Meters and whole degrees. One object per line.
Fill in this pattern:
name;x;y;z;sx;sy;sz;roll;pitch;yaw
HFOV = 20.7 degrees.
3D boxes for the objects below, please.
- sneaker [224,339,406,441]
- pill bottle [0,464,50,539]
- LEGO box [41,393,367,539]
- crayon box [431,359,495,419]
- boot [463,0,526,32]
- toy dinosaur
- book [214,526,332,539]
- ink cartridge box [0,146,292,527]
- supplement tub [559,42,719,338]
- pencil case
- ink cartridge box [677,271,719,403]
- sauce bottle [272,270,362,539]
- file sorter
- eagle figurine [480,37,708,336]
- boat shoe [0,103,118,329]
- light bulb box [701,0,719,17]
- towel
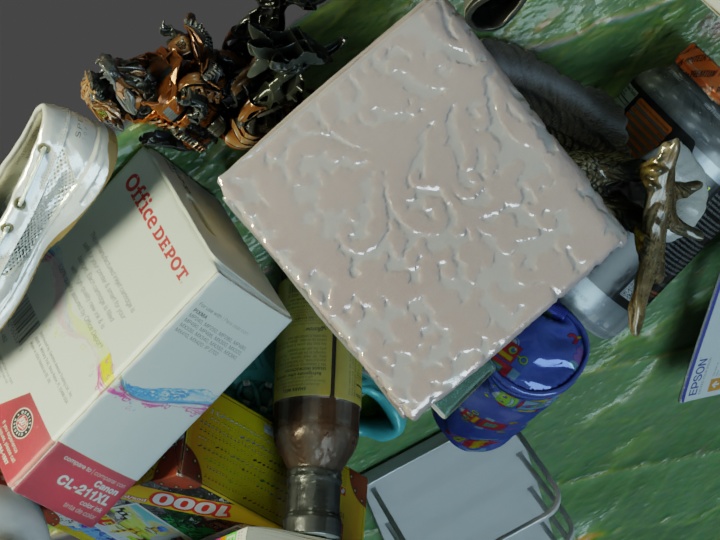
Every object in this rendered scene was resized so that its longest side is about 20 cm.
sneaker;-0.052;0.086;1.436;0.198;0.080;0.078;6;122;-31
pill bottle;-0.268;0.160;1.293;0.111;0.200;0.113;-14;130;-18
LEGO box;-0.113;0.162;1.418;0.148;0.078;0.200;-18;143;35
crayon box;0.000;0.000;1.307;0.052;0.126;0.200;-43;97;1
boot;0.106;-0.255;1.221;0.067;0.131;0.201;12;118;-34
toy dinosaur;-0.076;-0.126;1.271;0.199;0.102;0.136;-15;149;-41
book;-0.073;0.228;1.406;0.133;0.049;0.200;21;153;-24
ink cartridge box;-0.158;0.043;1.299;0.200;0.146;0.083;-45;134;10
supplement tub;0.206;-0.059;1.433;0.200;0.123;0.122;-46;132;12
pencil case;0.106;0.074;1.446;0.077;0.200;0.087;24;71;-3
ink cartridge box;0.359;0.011;1.625;0.198;0.041;0.201;-5;127;-25
sauce bottle;-0.031;0.088;1.377;0.064;0.202;0.065;3;161;1
file sorter;0.106;0.236;1.607;0.138;0.125;0.201;-27;133;-7
eagle figurine;0.127;-0.064;1.337;0.152;0.199;0.152;-52;138;-27
boat shoe;-0.238;-0.024;1.262;0.069;0.071;0.201;29;104;-34
light bulb box;0.310;-0.211;1.320;0.199;0.199;0.125;17;114;-35
towel;0.039;-0.039;1.233;0.191;0.032;0.200;-40;95;-9
